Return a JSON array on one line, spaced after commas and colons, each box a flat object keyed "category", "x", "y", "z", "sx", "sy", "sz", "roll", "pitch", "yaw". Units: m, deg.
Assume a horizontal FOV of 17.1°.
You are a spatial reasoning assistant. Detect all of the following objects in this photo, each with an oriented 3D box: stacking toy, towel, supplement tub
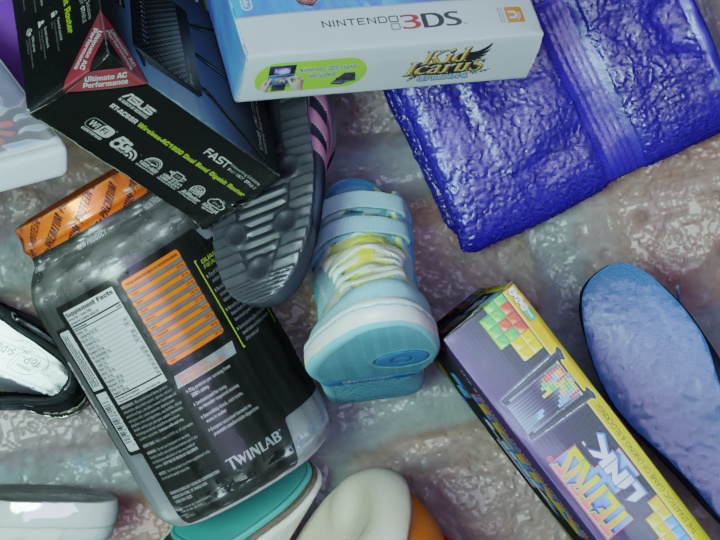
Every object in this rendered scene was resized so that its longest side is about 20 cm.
[{"category": "stacking toy", "x": 0.053, "y": 0.221, "z": 1.435, "sx": 0.199, "sy": 0.146, "sz": 0.147, "roll": 29, "pitch": 88, "yaw": -18}, {"category": "towel", "x": 0.121, "y": -0.116, "z": 1.468, "sx": 0.199, "sy": 0.050, "sz": 0.148, "roll": -27, "pitch": 90, "yaw": -3}, {"category": "supplement tub", "x": -0.113, "y": 0.038, "z": 1.408, "sx": 0.122, "sy": 0.123, "sz": 0.201, "roll": -30, "pitch": 97, "yaw": -3}]

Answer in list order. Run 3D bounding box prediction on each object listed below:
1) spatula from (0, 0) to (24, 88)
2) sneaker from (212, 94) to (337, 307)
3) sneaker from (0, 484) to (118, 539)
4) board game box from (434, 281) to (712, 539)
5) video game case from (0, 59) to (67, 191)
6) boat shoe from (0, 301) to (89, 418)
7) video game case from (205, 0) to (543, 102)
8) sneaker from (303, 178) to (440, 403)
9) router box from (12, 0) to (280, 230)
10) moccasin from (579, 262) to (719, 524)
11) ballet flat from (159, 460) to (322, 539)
[{"category": "spatula", "x": -0.217, "y": -0.205, "z": 1.409, "sx": 0.056, "sy": 0.021, "sz": 0.201, "roll": -10, "pitch": 88, "yaw": -16}, {"category": "sneaker", "x": -0.039, "y": -0.057, "z": 1.409, "sx": 0.070, "sy": 0.082, "sz": 0.201, "roll": -10, "pitch": 58, "yaw": 23}, {"category": "sneaker", "x": -0.239, "y": 0.190, "z": 1.438, "sx": 0.198, "sy": 0.074, "sz": 0.117, "roll": -4, "pitch": 91, "yaw": 7}, {"category": "board game box", "x": 0.120, "y": 0.103, "z": 1.406, "sx": 0.057, "sy": 0.165, "sz": 0.200, "roll": -38, "pitch": 90, "yaw": -3}, {"category": "video game case", "x": -0.286, "y": -0.085, "z": 1.306, "sx": 0.199, "sy": 0.182, "sz": 0.023, "roll": -16, "pitch": 133, "yaw": -25}, {"category": "boat shoe", "x": -0.255, "y": 0.040, "z": 1.438, "sx": 0.198, "sy": 0.066, "sz": 0.075, "roll": 26, "pitch": 90, "yaw": -2}, {"category": "video game case", "x": -0.007, "y": -0.196, "z": 1.398, "sx": 0.180, "sy": 0.046, "sz": 0.201, "roll": -6, "pitch": 58, "yaw": -19}, {"category": "sneaker", "x": 0.000, "y": 0.000, "z": 1.391, "sx": 0.079, "sy": 0.200, "sz": 0.132, "roll": -5, "pitch": 78, "yaw": -5}, {"category": "router box", "x": -0.128, "y": -0.142, "z": 1.361, "sx": 0.062, "sy": 0.150, "sz": 0.201, "roll": -31, "pitch": 50, "yaw": 22}, {"category": "moccasin", "x": 0.195, "y": 0.087, "z": 1.461, "sx": 0.080, "sy": 0.068, "sz": 0.201, "roll": -31, "pitch": 89, "yaw": 5}, {"category": "ballet flat", "x": -0.099, "y": 0.187, "z": 1.434, "sx": 0.200, "sy": 0.069, "sz": 0.070, "roll": -36, "pitch": 91, "yaw": -29}]
